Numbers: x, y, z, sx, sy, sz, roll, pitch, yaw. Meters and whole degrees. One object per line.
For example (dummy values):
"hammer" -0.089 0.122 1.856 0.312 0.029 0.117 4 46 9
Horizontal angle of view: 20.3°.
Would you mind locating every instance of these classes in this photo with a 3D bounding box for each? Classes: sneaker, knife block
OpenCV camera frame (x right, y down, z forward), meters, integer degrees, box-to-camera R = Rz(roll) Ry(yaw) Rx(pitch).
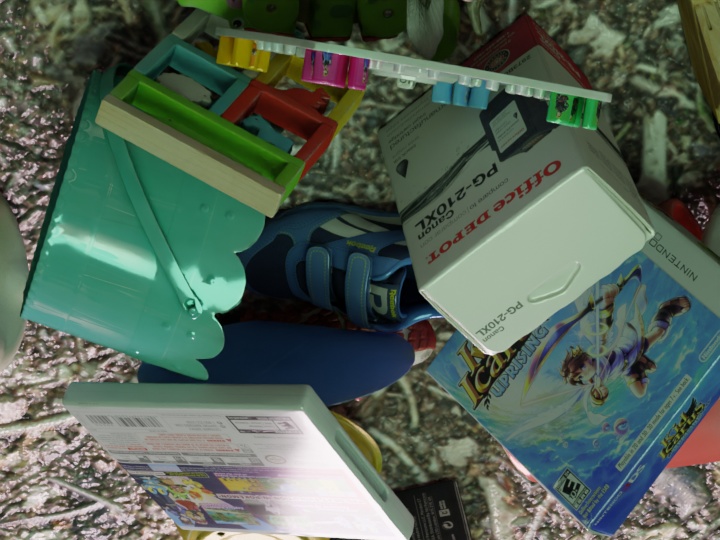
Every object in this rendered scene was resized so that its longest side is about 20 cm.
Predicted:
"sneaker" -0.040 0.066 1.554 0.198 0.078 0.082 -8 135 6
"knife block" 0.269 -0.164 1.446 0.064 0.176 0.201 -18 82 3
"sneaker" 0.000 0.000 1.490 0.198 0.083 0.074 -2 127 9

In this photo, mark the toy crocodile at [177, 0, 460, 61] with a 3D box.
"toy crocodile" -0.027 -0.182 1.367 0.198 0.068 0.062 2 127 -12

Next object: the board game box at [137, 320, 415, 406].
"board game box" -0.058 0.082 1.443 0.199 0.158 0.039 5 109 24

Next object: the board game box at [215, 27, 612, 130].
"board game box" 0.028 -0.123 1.280 0.199 0.200 0.026 8 96 -23

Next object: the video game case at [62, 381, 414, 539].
"video game case" -0.084 0.134 1.417 0.199 0.023 0.182 -1 144 29

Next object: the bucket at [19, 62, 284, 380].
"bucket" -0.145 -0.035 1.377 0.134 0.208 0.208 17 122 -11

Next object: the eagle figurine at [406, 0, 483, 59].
"eagle figurine" 0.015 -0.239 1.195 0.199 0.152 0.151 31 78 6

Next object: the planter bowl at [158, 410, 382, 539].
"planter bowl" -0.083 0.184 1.580 0.199 0.084 0.201 1 146 1

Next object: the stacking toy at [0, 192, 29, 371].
"stacking toy" -0.349 0.010 1.440 0.198 0.147 0.147 -4 129 16

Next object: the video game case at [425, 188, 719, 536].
"video game case" 0.167 0.050 1.413 0.200 0.181 0.045 -54 144 10

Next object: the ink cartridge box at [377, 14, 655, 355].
"ink cartridge box" 0.103 -0.061 1.395 0.145 0.201 0.084 -38 124 18

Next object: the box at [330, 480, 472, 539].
"box" 0.003 0.283 1.693 0.198 0.107 0.149 -12 128 -2

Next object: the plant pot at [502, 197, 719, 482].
"plant pot" 0.191 0.067 1.525 0.176 0.201 0.201 -20 128 19

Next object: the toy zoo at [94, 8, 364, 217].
"toy zoo" -0.076 -0.118 1.335 0.131 0.200 0.021 29 125 5

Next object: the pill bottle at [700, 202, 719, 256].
"pill bottle" 0.345 0.015 1.536 0.109 0.110 0.200 -35 140 16
